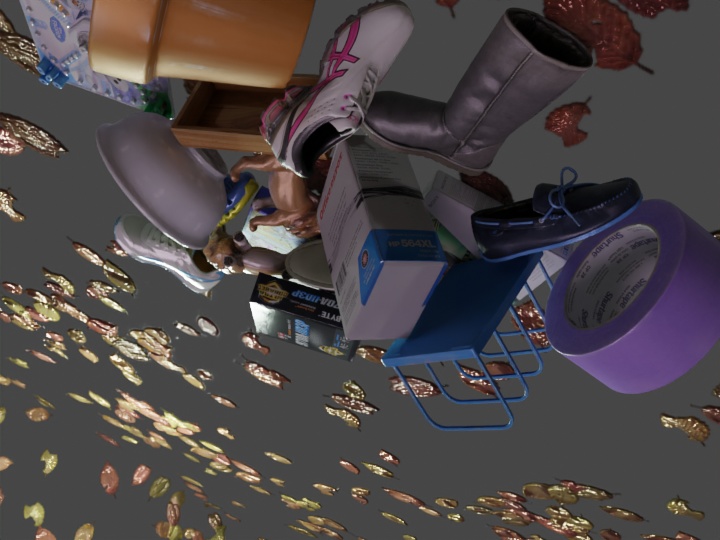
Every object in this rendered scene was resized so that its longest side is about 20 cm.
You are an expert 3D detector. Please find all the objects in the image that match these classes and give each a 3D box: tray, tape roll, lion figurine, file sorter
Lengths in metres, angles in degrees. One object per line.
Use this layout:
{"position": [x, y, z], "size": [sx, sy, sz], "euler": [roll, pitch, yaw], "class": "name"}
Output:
{"position": [-0.114, -0.185, 0.885], "size": [0.199, 0.099, 0.037], "euler": [8, 150, 24], "class": "tray"}
{"position": [0.303, 0.027, 0.831], "size": [0.085, 0.201, 0.200], "euler": [32, 148, -15], "class": "tape roll"}
{"position": [-0.136, -0.016, 1.096], "size": [0.199, 0.073, 0.122], "euler": [18, 172, -4], "class": "lion figurine"}
{"position": [-0.097, -0.116, 0.993], "size": [0.122, 0.073, 0.201], "euler": [-6, 136, 11], "class": "lion figurine"}
{"position": [0.151, 0.085, 0.927], "size": [0.138, 0.200, 0.123], "euler": [-13, 117, 44], "class": "file sorter"}

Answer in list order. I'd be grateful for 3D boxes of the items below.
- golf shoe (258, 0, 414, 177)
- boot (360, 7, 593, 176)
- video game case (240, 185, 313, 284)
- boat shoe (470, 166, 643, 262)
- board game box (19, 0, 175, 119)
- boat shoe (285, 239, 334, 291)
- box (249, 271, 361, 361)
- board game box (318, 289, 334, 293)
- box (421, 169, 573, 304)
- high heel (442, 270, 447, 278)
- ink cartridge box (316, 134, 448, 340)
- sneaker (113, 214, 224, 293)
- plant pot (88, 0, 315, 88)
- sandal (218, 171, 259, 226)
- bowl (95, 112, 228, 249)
{"position": [-0.011, -0.179, 0.764], "size": [0.200, 0.092, 0.072], "euler": [-46, 147, 16], "class": "golf shoe"}
{"position": [0.106, -0.185, 0.767], "size": [0.181, 0.073, 0.200], "euler": [15, 157, -12], "class": "boot"}
{"position": [-0.089, -0.026, 1.162], "size": [0.199, 0.046, 0.181], "euler": [27, 150, -6], "class": "video game case"}
{"position": [0.211, -0.065, 0.852], "size": [0.199, 0.084, 0.069], "euler": [-22, 107, 29], "class": "boat shoe"}
{"position": [-0.340, -0.285, 0.958], "size": [0.199, 0.026, 0.200], "euler": [20, 148, 6], "class": "board game box"}
{"position": [0.000, 0.000, 1.020], "size": [0.200, 0.072, 0.061], "euler": [1, 162, 7], "class": "boat shoe"}
{"position": [-0.073, 0.071, 1.083], "size": [0.158, 0.046, 0.200], "euler": [17, 162, 0], "class": "box"}
{"position": [-0.010, 0.058, 1.139], "size": [0.119, 0.033, 0.200], "euler": [4, 163, -8], "class": "board game box"}
{"position": [0.155, -0.038, 0.990], "size": [0.199, 0.036, 0.144], "euler": [28, 148, -5], "class": "box"}
{"position": [0.075, -0.003, 1.093], "size": [0.199, 0.068, 0.096], "euler": [25, 177, 6], "class": "high heel"}
{"position": [0.017, -0.041, 0.892], "size": [0.084, 0.201, 0.146], "euler": [0, 141, -19], "class": "ink cartridge box"}
{"position": [-0.318, -0.041, 1.277], "size": [0.199, 0.077, 0.081], "euler": [31, 140, -23], "class": "sneaker"}
{"position": [-0.142, -0.263, 0.721], "size": [0.182, 0.201, 0.200], "euler": [14, 152, -16], "class": "plant pot"}
{"position": [-0.230, -0.111, 1.104], "size": [0.199, 0.080, 0.087], "euler": [-13, 123, 41], "class": "sandal"}
{"position": [-0.235, -0.133, 0.974], "size": [0.090, 0.201, 0.201], "euler": [-37, 124, 10], "class": "bowl"}
